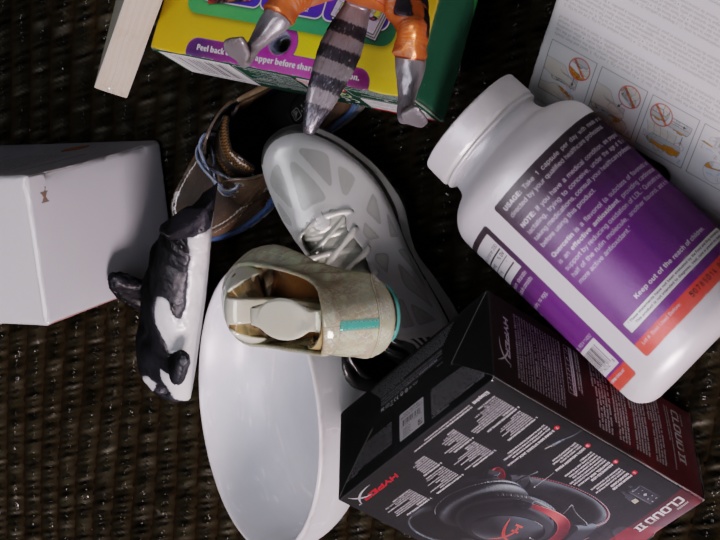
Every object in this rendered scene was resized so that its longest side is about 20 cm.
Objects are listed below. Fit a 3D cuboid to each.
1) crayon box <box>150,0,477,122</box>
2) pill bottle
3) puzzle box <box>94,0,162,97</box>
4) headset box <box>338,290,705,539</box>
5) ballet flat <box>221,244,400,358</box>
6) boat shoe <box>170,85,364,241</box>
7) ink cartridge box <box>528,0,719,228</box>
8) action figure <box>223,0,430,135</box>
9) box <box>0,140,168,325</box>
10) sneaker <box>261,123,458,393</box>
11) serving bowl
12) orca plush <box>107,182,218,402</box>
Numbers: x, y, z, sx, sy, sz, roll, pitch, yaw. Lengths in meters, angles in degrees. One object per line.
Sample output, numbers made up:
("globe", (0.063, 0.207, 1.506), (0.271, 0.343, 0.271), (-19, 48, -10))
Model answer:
("crayon box", (-0.019, -0.201, 1.053), (0.199, 0.058, 0.174), (14, 85, 28))
("pill bottle", (0.137, -0.024, 1.001), (0.200, 0.112, 0.113), (45, 122, 9))
("puzzle box", (-0.129, -0.228, 1.087), (0.025, 0.134, 0.200), (17, 138, -13))
("headset box", (0.107, 0.121, 1.043), (0.199, 0.075, 0.149), (30, 128, -25))
("ballet flat", (-0.051, 0.019, 1.029), (0.199, 0.062, 0.068), (1, 98, 57))
("boat shoe", (-0.078, -0.088, 1.149), (0.072, 0.072, 0.200), (52, 123, 11))
("ink cartridge box", (0.194, -0.137, 0.995), (0.162, 0.050, 0.201), (33, 136, 20))
("action figure", (-0.022, -0.188, 0.954), (0.198, 0.195, 0.105), (15, 155, 5))
("box", (-0.265, -0.031, 1.235), (0.199, 0.152, 0.107), (2, 104, 32))
("sneaker", (0.001, 0.000, 1.071), (0.075, 0.115, 0.201), (-32, 103, 16))
("serving bowl", (-0.046, 0.094, 1.158), (0.200, 0.065, 0.202), (14, 106, 61))
("orca plush", (-0.146, 0.019, 1.166), (0.070, 0.106, 0.200), (9, 151, -3))
